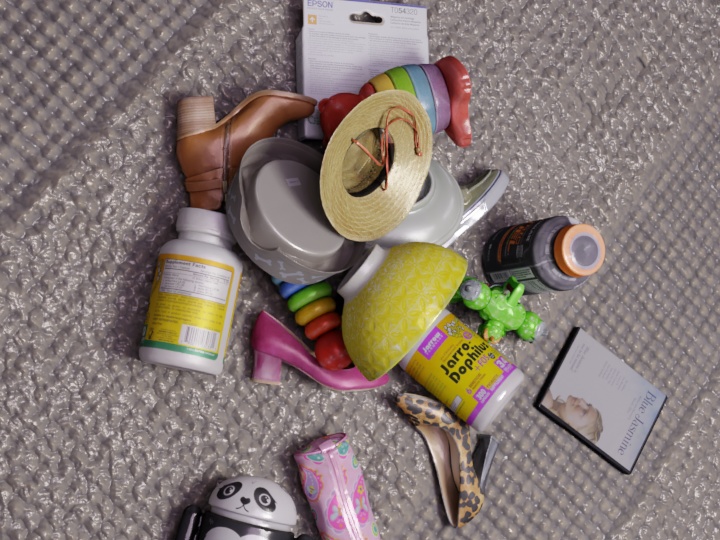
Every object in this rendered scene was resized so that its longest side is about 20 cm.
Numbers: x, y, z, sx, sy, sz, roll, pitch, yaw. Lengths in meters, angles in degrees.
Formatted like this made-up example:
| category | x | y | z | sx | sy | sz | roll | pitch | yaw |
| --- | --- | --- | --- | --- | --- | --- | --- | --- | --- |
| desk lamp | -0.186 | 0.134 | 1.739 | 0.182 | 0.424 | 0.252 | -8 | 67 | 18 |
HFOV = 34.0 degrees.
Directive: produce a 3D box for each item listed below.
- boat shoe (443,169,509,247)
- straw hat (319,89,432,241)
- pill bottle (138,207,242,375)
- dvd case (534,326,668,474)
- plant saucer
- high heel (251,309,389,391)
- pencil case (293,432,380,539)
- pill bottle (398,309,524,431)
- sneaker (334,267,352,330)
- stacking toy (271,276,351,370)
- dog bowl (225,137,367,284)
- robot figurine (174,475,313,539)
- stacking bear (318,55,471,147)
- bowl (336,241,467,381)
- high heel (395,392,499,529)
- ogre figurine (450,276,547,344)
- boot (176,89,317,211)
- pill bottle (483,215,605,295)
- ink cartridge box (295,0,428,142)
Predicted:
| category | x | y | z | sx | sy | sz | roll | pitch | yaw |
| --- | --- | --- | --- | --- | --- | --- | --- | --- | --- |
| boat shoe | 0.134 | -0.088 | 1.705 | 0.200 | 0.072 | 0.062 | -44 | 102 | -18 |
| straw hat | -0.002 | -0.145 | 1.534 | 0.200 | 0.085 | 0.204 | -19 | 120 | -37 |
| pill bottle | -0.214 | 0.027 | 1.523 | 0.111 | 0.113 | 0.203 | 14 | 81 | -21 |
| dvd case | 0.372 | 0.201 | 1.812 | 0.199 | 0.018 | 0.144 | 36 | 72 | -17 |
| plant saucer | 0.048 | -0.109 | 1.621 | 0.197 | 0.051 | 0.202 | 3 | 51 | -4 |
| high heel | -0.053 | 0.110 | 1.612 | 0.197 | 0.067 | 0.097 | 6 | 94 | -9 |
| pencil case | -0.024 | 0.324 | 1.597 | 0.087 | 0.087 | 0.203 | -19 | 92 | -23 |
| pill bottle | 0.122 | 0.123 | 1.637 | 0.199 | 0.105 | 0.104 | 39 | 70 | 13 |
| sneaker | 0.000 | 0.000 | 1.643 | 0.199 | 0.070 | 0.109 | -38 | 83 | -6 |
| stacking toy | -0.066 | 0.040 | 1.579 | 0.085 | 0.085 | 0.202 | -22 | 82 | -23 |
| dog bowl | -0.086 | -0.072 | 1.519 | 0.198 | 0.059 | 0.202 | 25 | 46 | -28 |
| robot figurine | -0.152 | 0.366 | 1.514 | 0.149 | 0.124 | 0.203 | 20 | 78 | -33 |
| stacking bear | 0.041 | -0.219 | 1.613 | 0.197 | 0.114 | 0.123 | -15 | 130 | -12 |
| bowl | 0.034 | 0.030 | 1.509 | 0.107 | 0.200 | 0.201 | 40 | 72 | -7 |
| high heel | 0.108 | 0.267 | 1.661 | 0.199 | 0.071 | 0.144 | 33 | 67 | -27 |
| ogre figurine | 0.187 | 0.051 | 1.685 | 0.098 | 0.120 | 0.200 | -43 | 104 | -9 |
| boot | -0.148 | -0.158 | 1.588 | 0.197 | 0.074 | 0.157 | -7 | 89 | -9 |
| pill bottle | 0.266 | -0.021 | 1.685 | 0.105 | 0.200 | 0.108 | 2 | 85 | -23 |
| ink cartridge box | 0.004 | -0.281 | 1.679 | 0.194 | 0.043 | 0.203 | 1 | 85 | -22 |
